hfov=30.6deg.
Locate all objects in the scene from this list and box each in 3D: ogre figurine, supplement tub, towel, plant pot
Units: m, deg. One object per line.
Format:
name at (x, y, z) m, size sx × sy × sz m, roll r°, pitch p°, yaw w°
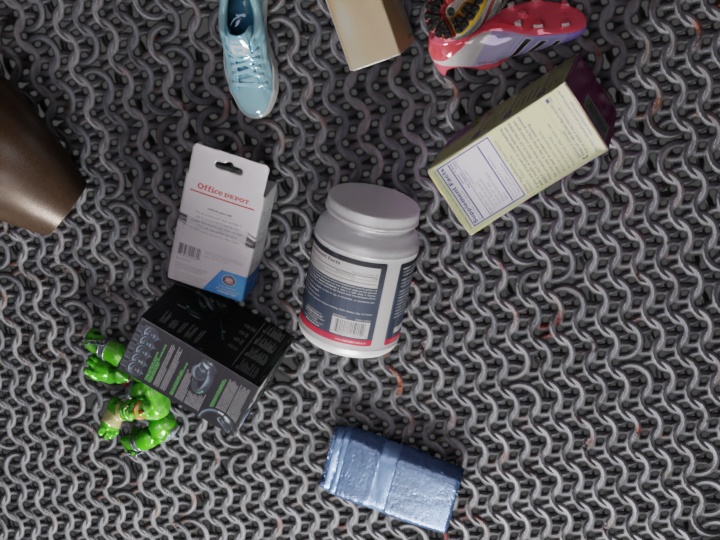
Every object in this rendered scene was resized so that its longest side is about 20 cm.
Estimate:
ogre figurine at (-0.330, 0.180, 1.917) m, size 0.119 × 0.098 × 0.202 m, roll -2°, pitch 95°, yaw 34°
supplement tub at (0.000, 0.000, 1.735) m, size 0.139 × 0.140 × 0.202 m, roll 15°, pitch 113°, yaw 8°
towel at (0.045, 0.295, 1.884) m, size 0.198 × 0.049 × 0.113 m, roll 19°, pitch 114°, yaw 8°
plant pot at (-0.480, -0.146, 1.800) m, size 0.200 × 0.187 × 0.187 m, roll 38°, pitch 115°, yaw -18°

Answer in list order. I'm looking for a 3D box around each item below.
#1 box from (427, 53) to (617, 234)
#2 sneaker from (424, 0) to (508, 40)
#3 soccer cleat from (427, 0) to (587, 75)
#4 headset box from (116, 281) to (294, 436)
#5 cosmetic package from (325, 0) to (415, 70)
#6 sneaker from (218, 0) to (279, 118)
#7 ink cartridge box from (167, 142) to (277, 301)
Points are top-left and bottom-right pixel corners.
box at (0.201, -0.156, 1.606) m, size 0.199 × 0.176 × 0.097 m, roll -31°, pitch 100°, yaw 22°
sneaker at (0.156, -0.357, 1.551) m, size 0.200 × 0.082 × 0.078 m, roll -46°, pitch 77°, yaw 18°
soccer cleat at (0.182, -0.287, 1.633) m, size 0.198 × 0.067 × 0.077 m, roll -5°, pitch 138°, yaw 11°
headset box at (-0.216, 0.109, 1.812) m, size 0.199 × 0.174 × 0.093 m, roll 30°, pitch 114°, yaw 1°
cosmetic package at (-0.003, -0.359, 1.624) m, size 0.070 × 0.105 × 0.202 m, roll -15°, pitch 107°, yaw 19°
sneaker at (-0.154, -0.289, 1.699) m, size 0.073 × 0.082 × 0.202 m, roll -2°, pitch 109°, yaw 16°
ink cartridge box at (-0.184, -0.074, 1.794) m, size 0.115 × 0.068 × 0.202 m, roll 18°, pitch 113°, yaw 7°
